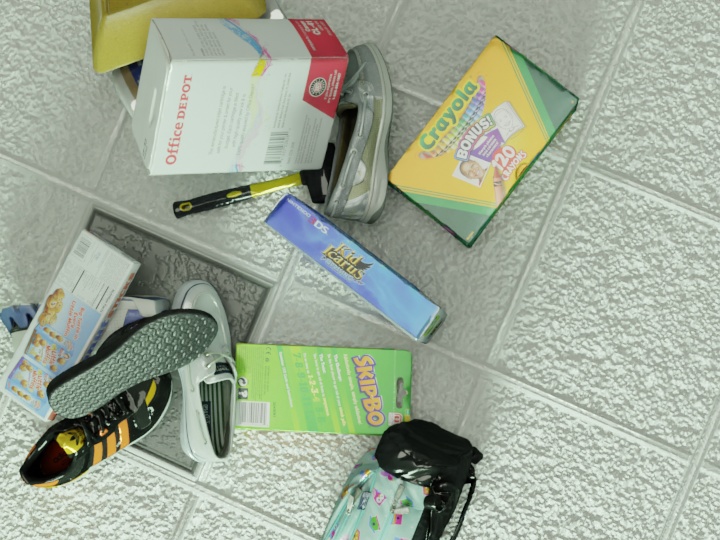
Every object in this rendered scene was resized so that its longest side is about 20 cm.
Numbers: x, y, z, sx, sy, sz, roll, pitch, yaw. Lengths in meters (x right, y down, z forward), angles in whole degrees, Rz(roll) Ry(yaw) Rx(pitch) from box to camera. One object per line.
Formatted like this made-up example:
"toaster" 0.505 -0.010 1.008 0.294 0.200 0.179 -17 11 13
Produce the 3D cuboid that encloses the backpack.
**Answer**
"backpack" 0.034 0.265 1.592 0.126 0.167 0.202 29 103 17

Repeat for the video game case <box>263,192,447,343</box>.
"video game case" 0.000 0.000 1.587 0.199 0.181 0.046 38 90 7

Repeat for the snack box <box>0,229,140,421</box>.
"snack box" -0.317 0.060 1.622 0.072 0.024 0.201 31 96 12

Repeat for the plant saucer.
"plant saucer" -0.213 -0.324 1.639 0.198 0.049 0.201 -17 47 5

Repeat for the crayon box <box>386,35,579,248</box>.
"crayon box" 0.134 -0.140 1.642 0.118 0.058 0.201 38 91 7

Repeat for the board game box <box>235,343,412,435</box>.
"board game box" -0.041 0.132 1.661 0.198 0.030 0.097 2 88 9

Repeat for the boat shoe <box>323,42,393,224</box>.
"boat shoe" -0.007 -0.153 1.637 0.064 0.074 0.204 6 80 -21

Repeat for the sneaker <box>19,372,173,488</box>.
"sneaker" -0.290 0.175 1.642 0.200 0.090 0.070 -39 84 13

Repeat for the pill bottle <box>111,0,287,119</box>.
"pill bottle" -0.166 -0.226 1.653 0.199 0.111 0.112 -32 84 3

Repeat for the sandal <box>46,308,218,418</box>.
"sandal" -0.248 0.087 1.600 0.199 0.076 0.048 -27 44 3

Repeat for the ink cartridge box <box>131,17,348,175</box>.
"ink cartridge box" -0.127 -0.183 1.568 0.198 0.149 0.086 -2 42 -24

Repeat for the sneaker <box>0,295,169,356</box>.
"sneaker" -0.304 0.088 1.672 0.197 0.081 0.117 -5 90 13

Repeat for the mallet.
"mallet" -0.113 -0.081 1.679 0.198 0.041 0.066 -21 81 9

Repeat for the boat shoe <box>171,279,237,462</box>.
"boat shoe" -0.161 0.111 1.645 0.073 0.066 0.202 -9 97 -37
